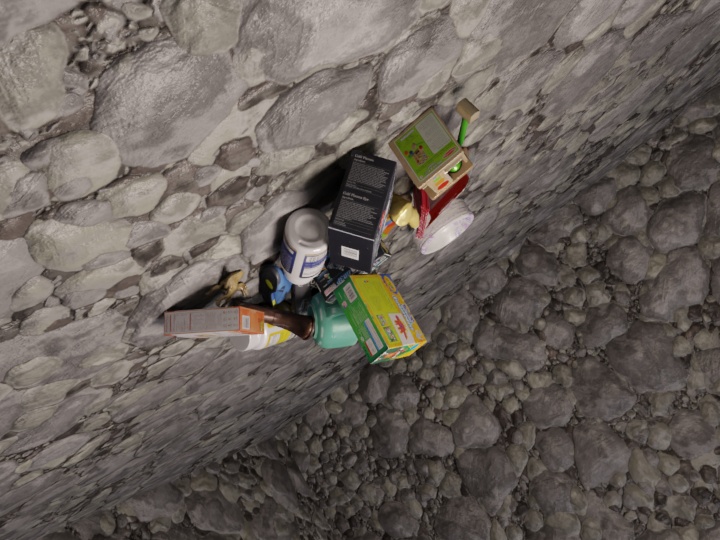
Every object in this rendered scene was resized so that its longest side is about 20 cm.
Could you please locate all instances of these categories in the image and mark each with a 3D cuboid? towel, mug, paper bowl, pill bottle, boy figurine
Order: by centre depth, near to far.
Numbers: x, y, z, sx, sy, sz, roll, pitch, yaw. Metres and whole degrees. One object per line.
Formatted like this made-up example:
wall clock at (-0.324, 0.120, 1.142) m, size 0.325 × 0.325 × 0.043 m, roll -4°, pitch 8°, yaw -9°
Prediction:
pill bottle at (-0.131, -0.047, 1.374) m, size 0.109 × 0.112 × 0.201 m, roll -26°, pitch 162°, yaw -25°
boy figurine at (0.100, -0.145, 1.459) m, size 0.065 × 0.124 × 0.200 m, roll -48°, pitch -169°, yaw 6°
towel at (0.151, -0.182, 1.515) m, size 0.022 × 0.148 × 0.201 m, roll -4°, pitch 161°, yaw 0°
mug at (-0.076, 0.117, 1.563) m, size 0.112 × 0.153 × 0.188 m, roll -5°, pitch 132°, yaw -19°
pill bottle at (-0.269, 0.157, 1.673) m, size 0.198 × 0.116 × 0.114 m, roll -13°, pitch 154°, yaw -51°
paper bowl at (0.245, -0.150, 1.835) m, size 0.198 × 0.105 × 0.201 m, roll -32°, pitch 164°, yaw -10°

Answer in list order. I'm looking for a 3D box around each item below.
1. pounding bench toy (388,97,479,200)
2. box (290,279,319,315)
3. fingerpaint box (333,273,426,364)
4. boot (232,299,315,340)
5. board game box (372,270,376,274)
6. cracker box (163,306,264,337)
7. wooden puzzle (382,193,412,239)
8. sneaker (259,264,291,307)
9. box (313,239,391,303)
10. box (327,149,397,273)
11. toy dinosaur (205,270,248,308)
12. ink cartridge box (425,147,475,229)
pounding bench toy at (0.192, -0.279, 1.326) m, size 0.199 × 0.126 × 0.155 m, roll -38°, pitch 163°, yaw 14°
box at (-0.114, 0.047, 1.626) m, size 0.154 × 0.050 × 0.203 m, roll -13°, pitch 139°, yaw -18°
fingerpaint box at (0.047, 0.112, 1.428) m, size 0.073 × 0.203 × 0.165 m, roll -42°, pitch 156°, yaw 31°
boot at (-0.230, 0.121, 1.518) m, size 0.196 × 0.066 × 0.185 m, roll 19°, pitch 170°, yaw -26°
board game box at (0.000, 0.000, 1.611) m, size 0.062 × 0.151 × 0.201 m, roll -5°, pitch 154°, yaw -7°
cracker box at (-0.339, 0.124, 1.380) m, size 0.195 × 0.059 × 0.134 m, roll -4°, pitch 170°, yaw 15°
wooden puzzle at (0.046, -0.121, 1.645) m, size 0.182 × 0.038 × 0.201 m, roll -24°, pitch 161°, yaw -32°
sneaker at (-0.211, 0.025, 1.515) m, size 0.078 × 0.066 × 0.201 m, roll -37°, pitch 167°, yaw -22°
box at (-0.042, -0.043, 1.467) m, size 0.199 × 0.161 × 0.046 m, roll -39°, pitch 158°, yaw 16°
box at (0.004, -0.121, 1.277) m, size 0.201 × 0.102 × 0.186 m, roll 94°, pitch 12°, yaw -71°
toy dinosaur at (-0.312, 0.035, 1.386) m, size 0.101 × 0.058 × 0.200 m, roll -46°, pitch 173°, yaw -13°
ink cartridge box at (0.223, -0.217, 1.552) m, size 0.162 × 0.050 × 0.201 m, roll -47°, pitch -173°, yaw 37°
